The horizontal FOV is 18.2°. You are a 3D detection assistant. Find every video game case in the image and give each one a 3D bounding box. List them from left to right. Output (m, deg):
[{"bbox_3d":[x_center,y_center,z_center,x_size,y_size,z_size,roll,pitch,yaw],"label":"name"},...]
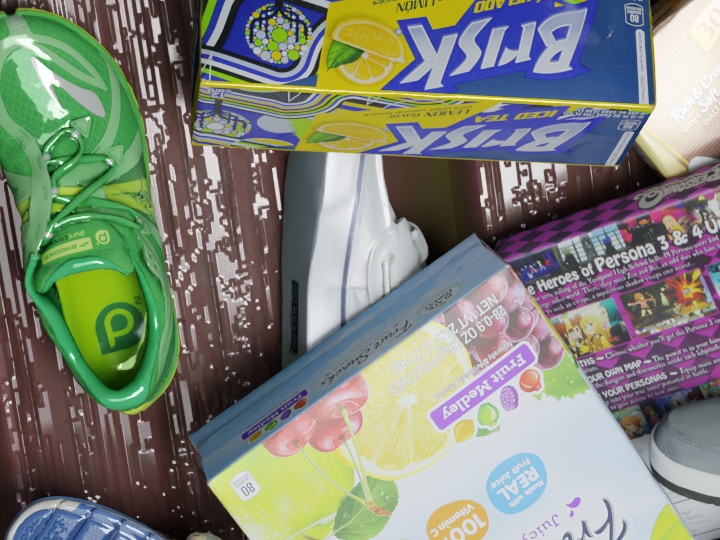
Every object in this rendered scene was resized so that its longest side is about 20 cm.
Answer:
[{"bbox_3d":[0.188,0.035,1.072,0.200,0.036,0.181,-20,111,21],"label":"video game case"}]

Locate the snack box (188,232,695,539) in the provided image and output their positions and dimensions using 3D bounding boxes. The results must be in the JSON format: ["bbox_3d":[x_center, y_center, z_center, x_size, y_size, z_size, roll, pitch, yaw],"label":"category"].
[{"bbox_3d":[0.046,0.113,1.047,0.169,0.068,0.200,-36,111,-1],"label":"snack box"}]

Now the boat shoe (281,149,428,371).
[{"bbox_3d":[0.000,0.000,1.077,0.065,0.074,0.200,-1,108,-16],"label":"boat shoe"}]

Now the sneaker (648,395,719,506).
[{"bbox_3d":[0.225,0.040,0.995,0.200,0.084,0.121,-6,121,6],"label":"sneaker"}]

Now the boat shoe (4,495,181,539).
[{"bbox_3d":[-0.089,0.169,1.090,0.200,0.072,0.072,39,95,-18],"label":"boat shoe"}]

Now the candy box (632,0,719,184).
[{"bbox_3d":[0.211,-0.057,1.093,0.115,0.055,0.200,-40,104,3],"label":"candy box"}]

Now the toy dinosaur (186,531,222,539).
[{"bbox_3d":[-0.037,0.217,1.052,0.088,0.047,0.200,-39,111,-7],"label":"toy dinosaur"}]

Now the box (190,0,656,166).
[{"bbox_3d":[0.026,-0.091,0.998,0.200,0.070,0.064,2,70,-7],"label":"box"}]

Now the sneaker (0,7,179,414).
[{"bbox_3d":[-0.126,-0.027,1.043,0.074,0.084,0.200,-19,102,-3],"label":"sneaker"}]
